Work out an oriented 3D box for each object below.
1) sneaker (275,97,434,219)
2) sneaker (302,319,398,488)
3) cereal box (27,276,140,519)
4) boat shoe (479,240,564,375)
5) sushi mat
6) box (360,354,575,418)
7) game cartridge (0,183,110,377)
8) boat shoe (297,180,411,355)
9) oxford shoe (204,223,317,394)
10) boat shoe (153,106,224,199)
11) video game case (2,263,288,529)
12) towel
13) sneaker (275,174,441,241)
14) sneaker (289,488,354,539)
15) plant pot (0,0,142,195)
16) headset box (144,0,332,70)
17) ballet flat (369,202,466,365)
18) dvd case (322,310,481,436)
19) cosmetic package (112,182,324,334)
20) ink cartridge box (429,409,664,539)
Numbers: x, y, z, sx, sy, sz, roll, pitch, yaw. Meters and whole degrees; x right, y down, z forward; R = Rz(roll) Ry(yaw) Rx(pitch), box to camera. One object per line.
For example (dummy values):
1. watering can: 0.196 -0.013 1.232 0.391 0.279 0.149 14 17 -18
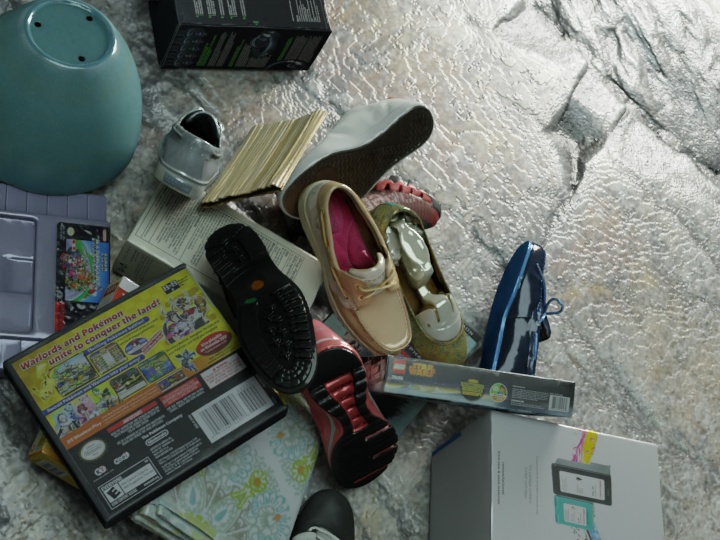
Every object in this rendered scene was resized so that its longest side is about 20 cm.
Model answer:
1. sneaker: -0.017 -0.123 1.388 0.199 0.084 0.073 -33 125 -20
2. sneaker: -0.017 0.129 1.276 0.073 0.201 0.087 -22 37 -10
3. cereal box: -0.217 0.126 1.238 0.143 0.039 0.201 35 55 -25
4. boat shoe: 0.183 0.068 1.455 0.068 0.084 0.202 20 75 -10
5. sushi mat: -0.101 -0.122 1.365 0.200 0.095 0.012 -67 140 -58
6. box: 0.103 0.119 1.311 0.198 0.137 0.040 9 82 -13
7. game cartridge: -0.314 0.011 1.275 0.128 0.038 0.202 4 64 -18
8. boat shoe: 0.000 0.000 1.315 0.073 0.069 0.201 -32 99 -21
9. oxford shoe: -0.084 0.047 1.222 0.072 0.085 0.201 -23 50 -4
10. boat shoe: -0.168 -0.129 1.322 0.070 0.201 0.072 29 102 -11
11. video game case: -0.197 0.110 1.181 0.199 0.026 0.181 -30 71 -25
12. towel: -0.126 0.186 1.241 0.171 0.048 0.201 40 54 -29
13. sneaker: -0.002 -0.058 1.428 0.198 0.071 0.099 8 63 -19
14. sneaker: -0.040 0.297 1.228 0.074 0.089 0.201 24 57 -10
15. plant pot: -0.309 -0.197 1.302 0.198 0.135 0.202 13 54 -18
16. headset box: -0.153 -0.328 1.477 0.198 0.093 0.176 -4 68 -26
17. ballet flat: 0.067 0.019 1.371 0.070 0.071 0.201 -28 95 -32
18. dvd case: 0.027 0.088 1.399 0.146 0.022 0.200 45 56 1
19. cosmetic package: -0.145 -0.003 1.334 0.199 0.071 0.106 32 55 -7
20. ink cartridge box: 0.189 0.251 1.318 0.198 0.147 0.147 13 61 -19
